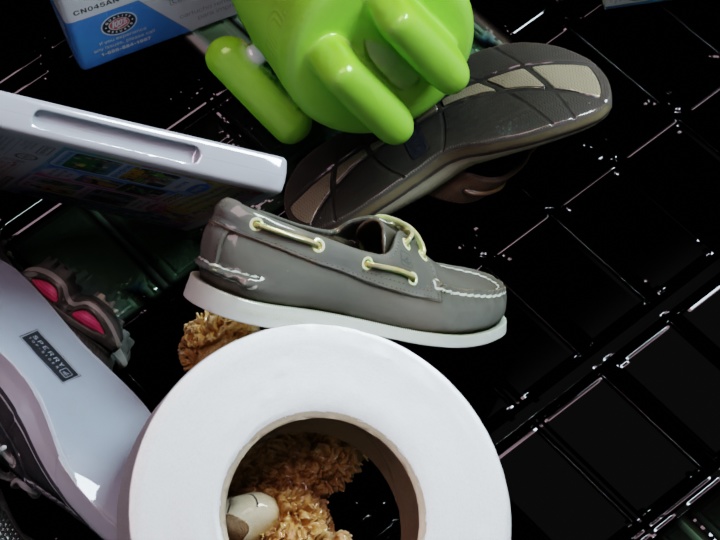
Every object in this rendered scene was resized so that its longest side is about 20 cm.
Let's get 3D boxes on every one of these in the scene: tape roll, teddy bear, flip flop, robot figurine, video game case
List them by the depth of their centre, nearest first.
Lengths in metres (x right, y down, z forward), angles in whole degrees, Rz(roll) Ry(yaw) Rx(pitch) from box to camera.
[{"bbox_3d":[-0.022,0.128,1.281,0.203,0.037,0.203,4,74,-15],"label":"tape roll"},{"bbox_3d":[-0.055,0.091,1.361,0.145,0.067,0.200,8,57,16],"label":"teddy bear"},{"bbox_3d":[-0.153,-0.059,1.371,0.182,0.200,0.024,12,81,-17],"label":"video game case"},{"bbox_3d":[-0.009,-0.156,1.452,0.175,0.116,0.200,-43,40,10],"label":"robot figurine"},{"bbox_3d":[0.052,-0.066,1.463,0.200,0.058,0.081,-28,45,8],"label":"flip flop"}]

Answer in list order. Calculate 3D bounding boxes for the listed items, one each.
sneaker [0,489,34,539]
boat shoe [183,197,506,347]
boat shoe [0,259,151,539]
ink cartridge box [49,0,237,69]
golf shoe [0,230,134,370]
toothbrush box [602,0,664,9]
[{"bbox_3d":[-0.152,0.191,1.312,0.086,0.080,0.200,-20,65,-15],"label":"sneaker"},{"bbox_3d":[0.002,0.001,1.356,0.202,0.060,0.072,7,13,-35],"label":"boat shoe"},{"bbox_3d":[-0.168,0.083,1.340,0.199,0.068,0.074,46,39,17],"label":"boat shoe"},{"bbox_3d":[-0.133,-0.232,1.513,0.145,0.200,0.084,-21,55,-6],"label":"ink cartridge box"},{"bbox_3d":[-0.224,0.014,1.436,0.200,0.077,0.088,33,73,27],"label":"golf shoe"},{"bbox_3d":[0.233,-0.243,1.500,0.200,0.146,0.085,-8,55,2],"label":"toothbrush box"}]
